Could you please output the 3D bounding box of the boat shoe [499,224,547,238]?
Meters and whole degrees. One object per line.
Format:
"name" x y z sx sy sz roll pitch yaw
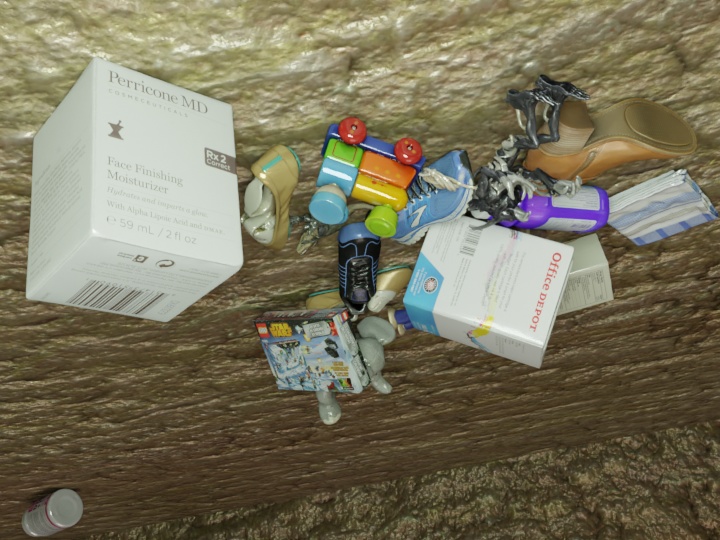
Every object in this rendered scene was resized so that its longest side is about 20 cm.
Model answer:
"boat shoe" 0.223 -0.016 1.298 0.071 0.073 0.200 6 145 -27

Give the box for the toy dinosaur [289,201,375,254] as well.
"toy dinosaur" -0.053 -0.064 1.106 0.088 0.048 0.199 -4 170 -36

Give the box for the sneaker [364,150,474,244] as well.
"sneaker" 0.074 -0.093 1.069 0.088 0.079 0.200 5 152 -32

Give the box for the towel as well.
"towel" 0.466 -0.092 1.271 0.146 0.024 0.199 -24 152 30

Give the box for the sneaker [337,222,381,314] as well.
"sneaker" 0.000 0.000 1.242 0.069 0.079 0.200 -7 156 -4

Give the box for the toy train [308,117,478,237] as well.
"toy train" 0.041 -0.089 0.958 0.198 0.117 0.085 19 151 -5

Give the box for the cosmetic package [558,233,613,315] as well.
"cosmetic package" 0.313 0.021 1.364 0.198 0.074 0.104 -17 137 9

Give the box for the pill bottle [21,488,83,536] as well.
"pill bottle" -0.939 0.740 2.464 0.199 0.114 0.113 -29 148 36

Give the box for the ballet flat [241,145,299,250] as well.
"ballet flat" -0.123 -0.080 1.020 0.063 0.069 0.201 -37 161 -29

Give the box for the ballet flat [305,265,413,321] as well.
"ballet flat" 0.002 0.050 1.369 0.199 0.064 0.069 -19 156 20

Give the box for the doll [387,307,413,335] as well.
"doll" 0.152 0.067 1.473 0.198 0.049 0.136 -17 155 17

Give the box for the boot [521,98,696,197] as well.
"boot" 0.308 -0.142 1.041 0.198 0.077 0.156 -1 153 -11

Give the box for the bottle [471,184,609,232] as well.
"bottle" 0.250 -0.091 1.140 0.198 0.066 0.083 2 173 -22

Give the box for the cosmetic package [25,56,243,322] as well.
"cosmetic package" -0.238 -0.076 0.852 0.164 0.202 0.165 13 149 -39

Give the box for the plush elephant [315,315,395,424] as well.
"plush elephant" -0.007 0.170 1.470 0.154 0.165 0.201 7 133 40

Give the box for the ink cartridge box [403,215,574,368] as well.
"ink cartridge box" 0.183 0.028 1.152 0.198 0.148 0.146 18 165 16

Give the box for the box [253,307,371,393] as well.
"box" -0.084 0.135 1.374 0.199 0.138 0.040 -4 -159 42

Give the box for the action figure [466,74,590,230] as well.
"action figure" 0.193 -0.117 0.948 0.118 0.102 0.201 -18 136 -37
